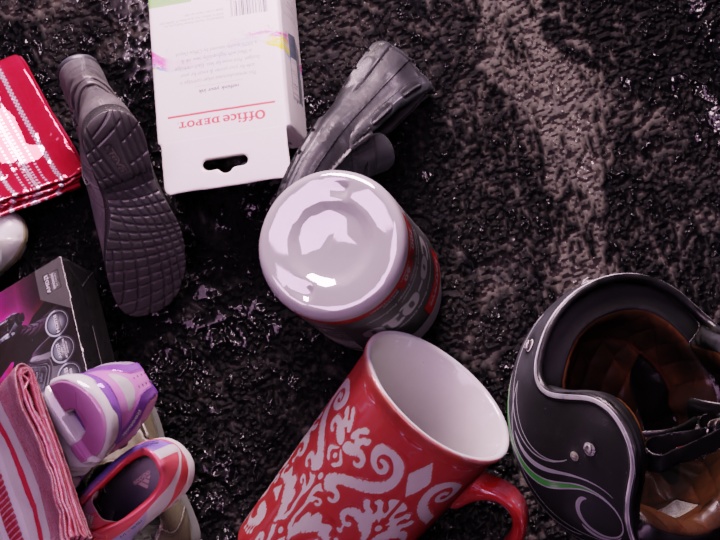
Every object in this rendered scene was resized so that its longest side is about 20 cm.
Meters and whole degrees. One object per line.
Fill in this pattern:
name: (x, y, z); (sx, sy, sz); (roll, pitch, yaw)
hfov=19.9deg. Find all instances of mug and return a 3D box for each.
mug: (0.015, 0.178, 1.557); (0.200, 0.133, 0.178); (-51, 63, 24)

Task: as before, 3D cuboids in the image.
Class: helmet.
helmet: (0.201, 0.110, 1.521); (0.200, 0.200, 0.191); (-50, 40, 0)

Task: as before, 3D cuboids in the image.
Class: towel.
towel: (-0.282, 0.178, 1.576); (0.200, 0.023, 0.145); (-40, 65, 44)
towel: (-0.349, -0.100, 1.739); (0.199, 0.023, 0.145); (-22, 67, -21)

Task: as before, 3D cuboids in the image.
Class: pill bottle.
pill bottle: (0.000, 0.000, 1.588); (0.113, 0.200, 0.115); (-3, 78, 13)

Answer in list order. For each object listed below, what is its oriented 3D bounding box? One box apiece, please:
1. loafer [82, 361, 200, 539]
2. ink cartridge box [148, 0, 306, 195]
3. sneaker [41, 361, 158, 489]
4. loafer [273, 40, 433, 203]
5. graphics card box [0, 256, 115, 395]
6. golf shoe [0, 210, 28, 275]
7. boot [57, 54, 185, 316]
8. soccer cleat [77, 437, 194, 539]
loafer: (-0.195, 0.150, 1.675); (0.075, 0.070, 0.201); (-34, 73, 5)
ink cartridge box: (-0.110, -0.159, 1.717); (0.116, 0.067, 0.202); (-7, 77, 11)
sneaker: (-0.221, 0.127, 1.596); (0.081, 0.088, 0.200); (55, 137, 3)
loafer: (-0.005, -0.101, 1.651); (0.070, 0.068, 0.201); (33, 58, 0)
graphics card box: (-0.296, 0.090, 1.690); (0.199, 0.051, 0.126); (-28, 59, 20)
golf shoe: (-0.383, -0.020, 1.745); (0.199, 0.092, 0.073); (-8, 76, 11)
boot: (-0.200, -0.074, 1.715); (0.069, 0.201, 0.132); (-13, 30, -14)
soccer cleat: (-0.215, 0.205, 1.597); (0.200, 0.073, 0.068); (-43, 77, 3)
